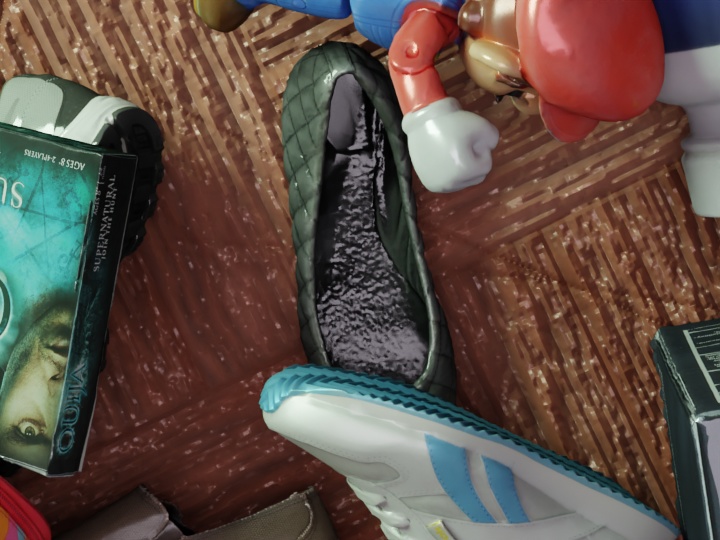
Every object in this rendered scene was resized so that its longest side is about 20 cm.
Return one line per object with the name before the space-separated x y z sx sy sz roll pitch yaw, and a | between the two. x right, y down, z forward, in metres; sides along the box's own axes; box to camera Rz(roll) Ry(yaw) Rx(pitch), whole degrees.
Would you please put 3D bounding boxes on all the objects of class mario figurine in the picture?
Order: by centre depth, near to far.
mario figurine | 0.033 -0.100 1.110 0.199 0.106 0.124 22 97 22

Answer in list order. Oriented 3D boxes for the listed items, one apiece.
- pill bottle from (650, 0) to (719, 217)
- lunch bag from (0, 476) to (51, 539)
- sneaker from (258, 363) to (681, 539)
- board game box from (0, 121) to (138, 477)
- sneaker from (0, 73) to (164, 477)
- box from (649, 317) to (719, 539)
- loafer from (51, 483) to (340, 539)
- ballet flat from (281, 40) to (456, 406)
pill bottle | 0.163 -0.130 1.118 0.119 0.120 0.201 -13 97 4
lunch bag | -0.227 0.077 1.091 0.200 0.176 0.082 48 62 -29
sneaker | 0.041 0.103 1.146 0.199 0.076 0.081 27 93 -19
board game box | -0.188 -0.002 1.142 0.199 0.028 0.136 14 98 33
sneaker | -0.152 0.008 1.181 0.079 0.074 0.201 30 106 29
box | 0.231 0.082 1.104 0.198 0.198 0.124 -9 97 4
loafer | -0.100 0.131 1.194 0.198 0.073 0.072 -5 87 -2
ballet flat | 0.000 0.000 1.171 0.066 0.057 0.201 -12 101 1
